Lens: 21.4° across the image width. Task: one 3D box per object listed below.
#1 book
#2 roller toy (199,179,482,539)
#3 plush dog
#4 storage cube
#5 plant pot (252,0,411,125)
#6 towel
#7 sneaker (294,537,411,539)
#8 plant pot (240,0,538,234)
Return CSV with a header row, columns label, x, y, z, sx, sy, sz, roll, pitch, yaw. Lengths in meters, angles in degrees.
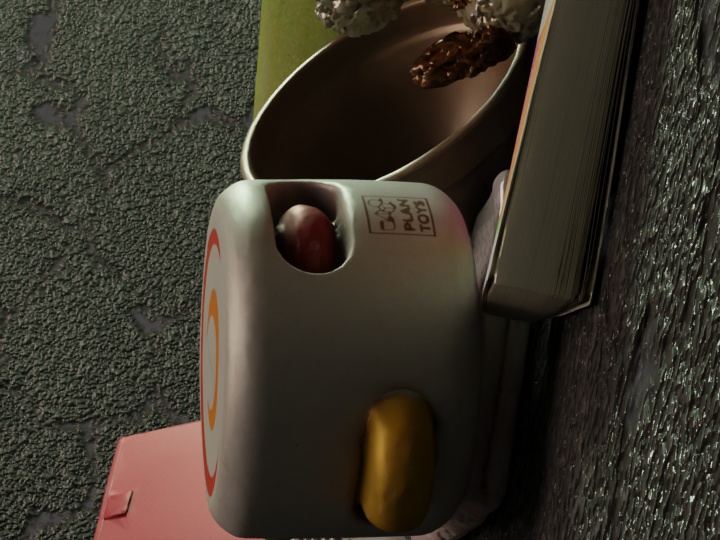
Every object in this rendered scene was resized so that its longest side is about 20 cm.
label,x,y,z,sx,sy,sz,roll,pitch,yaw
book,0.096,-0.081,0.915,0.134,0.048,0.202,110,171,-84
roller toy,-0.008,0.045,0.981,0.200,0.138,0.184,133,137,-77
plush dog,0.074,-0.197,1.087,0.172,0.159,0.201,-116,38,-51
storage cube,-0.097,0.232,1.540,0.201,0.178,0.172,-82,-26,-51
plant pot,0.004,-0.164,1.331,0.201,0.199,0.186,-87,11,-68
towel,0.065,0.059,1.095,0.200,0.032,0.193,110,170,-74
sneaker,-0.006,0.174,1.284,0.200,0.080,0.077,167,105,-74
plant pot,0.032,-0.076,1.171,0.093,0.199,0.202,57,-158,-30
